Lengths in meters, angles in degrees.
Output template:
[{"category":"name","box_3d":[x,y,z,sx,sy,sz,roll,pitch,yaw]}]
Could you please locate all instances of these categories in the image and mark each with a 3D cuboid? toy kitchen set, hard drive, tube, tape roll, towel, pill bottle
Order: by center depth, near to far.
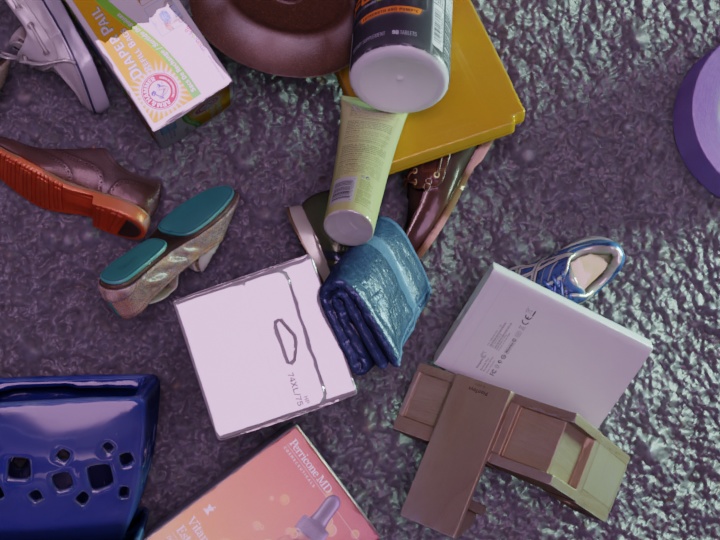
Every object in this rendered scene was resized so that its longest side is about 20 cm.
[{"category":"towel","box_3d":[0.021,0.019,1.304,0.048,0.200,0.112,-21,105,24]},{"category":"tube","box_3d":[0.004,-0.112,1.325,0.058,0.052,0.200,36,42,-26]},{"category":"pill bottle","box_3d":[0.045,-0.274,1.370,0.106,0.106,0.200,7,56,-5]},{"category":"hard drive","box_3d":[0.199,0.089,1.404,0.200,0.027,0.132,26,113,-10]},{"category":"toy kitchen set","box_3d":[0.150,0.226,1.405,0.200,0.180,0.163,16,77,36]},{"category":"tape roll","box_3d":[0.467,-0.176,1.478,0.200,0.066,0.200,1,84,-7]}]

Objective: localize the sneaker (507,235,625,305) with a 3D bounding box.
[{"category":"sneaker","box_3d":[0.205,0.017,1.426,0.200,0.077,0.076,-32,90,-5]}]

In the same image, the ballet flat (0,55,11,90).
[{"category":"ballet flat","box_3d":[-0.449,-0.156,1.391,0.200,0.067,0.062,-38,117,-4]}]

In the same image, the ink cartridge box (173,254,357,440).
[{"category":"ink cartridge box","box_3d":[-0.100,0.082,1.326,0.146,0.200,0.147,-18,86,-7]}]

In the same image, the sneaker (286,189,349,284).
[{"category":"sneaker","box_3d":[0.000,0.000,1.410,0.090,0.067,0.200,-27,85,-3]}]

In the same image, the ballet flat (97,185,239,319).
[{"category":"ballet flat","box_3d":[-0.202,-0.017,1.387,0.200,0.068,0.067,-40,132,-31]}]

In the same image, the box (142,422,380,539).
[{"category":"box","box_3d":[-0.105,0.279,1.355,0.200,0.106,0.152,-37,89,-8]}]

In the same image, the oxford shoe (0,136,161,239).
[{"category":"oxford shoe","box_3d":[-0.314,-0.104,1.397,0.200,0.071,0.073,25,62,-6]}]

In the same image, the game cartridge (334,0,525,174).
[{"category":"game cartridge","box_3d":[0.067,-0.214,1.423,0.176,0.032,0.200,-18,67,-7]}]

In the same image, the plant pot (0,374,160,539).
[{"category":"plant pot","box_3d":[-0.305,0.206,1.300,0.200,0.200,0.180,-1,92,-6]}]

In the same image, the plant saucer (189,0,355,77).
[{"category":"plant saucer","box_3d":[-0.084,-0.292,1.393,0.200,0.037,0.201,9,51,-11]}]

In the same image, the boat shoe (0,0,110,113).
[{"category":"boat shoe","box_3d":[-0.346,-0.246,1.370,0.086,0.075,0.202,-29,118,-7]}]

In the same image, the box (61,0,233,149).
[{"category":"box","box_3d":[-0.232,-0.247,1.387,0.101,0.112,0.200,-34,90,-7]}]

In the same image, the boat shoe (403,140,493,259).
[{"category":"boat shoe","box_3d":[0.084,-0.104,1.430,0.070,0.070,0.200,31,74,-9]}]
